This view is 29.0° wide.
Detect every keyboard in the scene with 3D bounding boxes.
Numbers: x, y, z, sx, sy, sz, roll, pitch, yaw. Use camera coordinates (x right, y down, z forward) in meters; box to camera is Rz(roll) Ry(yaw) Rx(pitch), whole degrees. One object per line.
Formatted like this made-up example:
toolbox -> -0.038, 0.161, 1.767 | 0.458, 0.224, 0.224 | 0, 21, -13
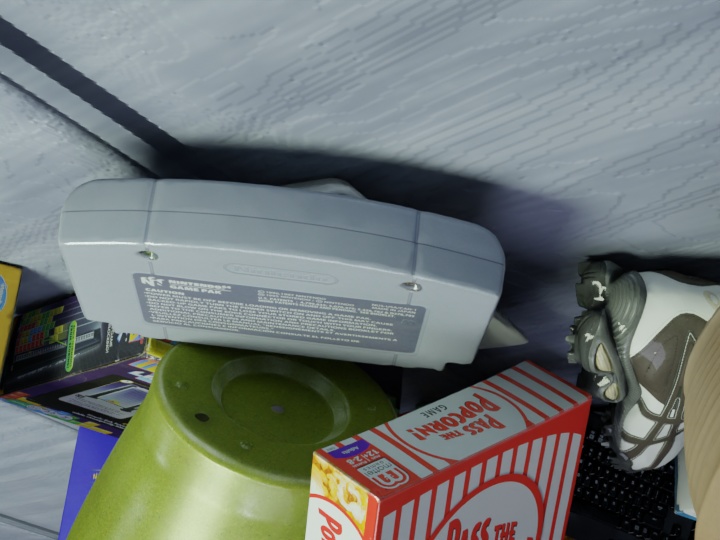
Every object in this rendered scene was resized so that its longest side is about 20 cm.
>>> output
keyboard -> 0.175, 0.125, 0.855 | 0.199, 0.105, 0.039 | 25, 166, -35

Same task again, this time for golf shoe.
golf shoe -> 0.171, 0.060, 0.737 | 0.094, 0.078, 0.200 | -2, 158, 20

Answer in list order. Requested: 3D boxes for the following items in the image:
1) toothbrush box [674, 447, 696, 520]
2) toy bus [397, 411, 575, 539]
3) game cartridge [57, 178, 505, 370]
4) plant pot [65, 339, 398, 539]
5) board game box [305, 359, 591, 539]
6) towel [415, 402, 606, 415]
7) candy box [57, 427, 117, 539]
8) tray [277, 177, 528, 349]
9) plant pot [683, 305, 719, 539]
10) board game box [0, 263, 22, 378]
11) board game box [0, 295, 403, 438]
toothbrush box -> 0.306, 0.119, 0.832 | 0.199, 0.086, 0.146 | 23, 152, -33
toy bus -> 0.068, 0.159, 0.873 | 0.136, 0.199, 0.193 | 35, 148, 48
game cartridge -> -0.036, 0.003, 0.654 | 0.198, 0.041, 0.133 | 7, 162, -1
plant pot -> -0.064, 0.143, 0.740 | 0.199, 0.201, 0.194 | 12, 119, -13
board game box -> 0.036, 0.160, 0.690 | 0.151, 0.202, 0.046 | -19, -145, -40
towel -> 0.125, 0.137, 1.012 | 0.151, 0.024, 0.200 | 0, 157, 13
candy box -> -0.146, 0.227, 1.074 | 0.168, 0.202, 0.077 | 1, 159, 16
tray -> 0.000, 0.000, 0.712 | 0.107, 0.022, 0.200 | -6, 155, 30
plant pot -> 0.214, 0.053, 0.632 | 0.200, 0.093, 0.202 | -24, 139, -23
board game box -> -0.247, 0.110, 0.816 | 0.040, 0.202, 0.153 | 13, 157, -17
board game box -> -0.099, 0.069, 0.866 | 0.165, 0.057, 0.199 | -18, 148, 42
